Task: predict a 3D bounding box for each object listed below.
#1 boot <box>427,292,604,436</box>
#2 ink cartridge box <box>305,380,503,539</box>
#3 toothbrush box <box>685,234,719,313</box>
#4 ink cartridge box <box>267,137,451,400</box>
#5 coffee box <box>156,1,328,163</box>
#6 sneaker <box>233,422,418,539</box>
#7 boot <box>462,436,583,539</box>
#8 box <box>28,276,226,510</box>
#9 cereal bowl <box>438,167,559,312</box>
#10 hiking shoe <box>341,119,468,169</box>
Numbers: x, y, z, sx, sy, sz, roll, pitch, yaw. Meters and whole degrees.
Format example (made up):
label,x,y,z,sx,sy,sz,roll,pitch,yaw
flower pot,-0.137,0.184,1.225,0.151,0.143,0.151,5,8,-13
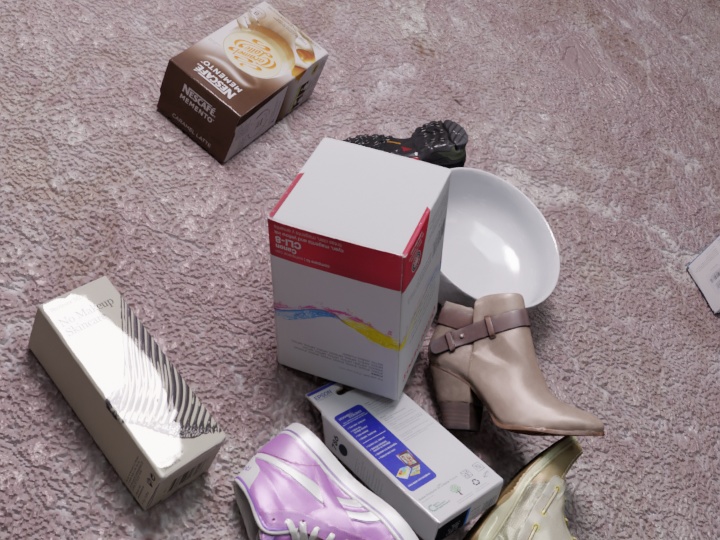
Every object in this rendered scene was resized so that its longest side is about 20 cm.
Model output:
label,x,y,z,sx,sy,sz,roll,pitch,yaw
boot,0.163,0.099,1.043,0.196,0.070,0.149,0,77,22
ink cartridge box,0.039,0.179,0.980,0.098,0.040,0.199,-20,47,-38
toothbrush box,0.591,-0.020,1.389,0.197,0.147,0.086,-5,57,-32
ink cartridge box,0.000,0.000,0.995,0.142,0.202,0.146,15,43,15
coffee box,-0.143,-0.237,1.212,0.114,0.080,0.200,38,46,5
sneaker,-0.034,0.246,0.896,0.200,0.073,0.114,38,49,19
boot,0.205,0.276,0.995,0.155,0.072,0.199,44,52,11
box,-0.217,0.110,0.901,0.082,0.069,0.201,-29,72,-41
cereal bowl,0.138,-0.020,1.182,0.197,0.084,0.203,14,53,-19
hiking shoe,0.040,-0.116,1.214,0.196,0.102,0.076,-11,41,-1
